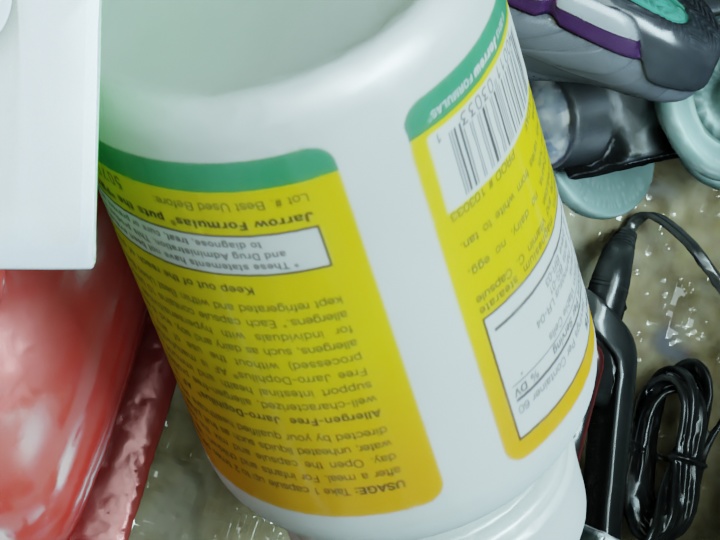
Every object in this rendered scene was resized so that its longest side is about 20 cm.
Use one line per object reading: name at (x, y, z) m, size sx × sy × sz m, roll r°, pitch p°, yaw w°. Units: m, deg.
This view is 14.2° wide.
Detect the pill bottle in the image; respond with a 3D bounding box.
pill bottle at (0.000, 0.000, 0.759) m, size 0.113 × 0.113 × 0.200 m, roll -33°, pitch 131°, yaw -16°

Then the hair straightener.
hair straightener at (0.083, 0.080, 0.919) m, size 0.077 × 0.041 × 0.200 m, roll 16°, pitch 78°, yaw -22°

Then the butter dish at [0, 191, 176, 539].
butter dish at (-0.131, 0.004, 0.791) m, size 0.200 × 0.148 × 0.200 m, roll 18°, pitch 83°, yaw -16°

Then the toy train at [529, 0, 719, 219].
toy train at (0.122, -0.085, 0.895) m, size 0.200 × 0.085 × 0.114 m, roll -13°, pitch 88°, yaw -35°

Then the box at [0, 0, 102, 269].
box at (-0.152, -0.103, 0.656) m, size 0.176 × 0.097 × 0.200 m, roll 2°, pitch 94°, yaw -19°

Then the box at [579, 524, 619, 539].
box at (0.070, 0.186, 0.870) m, size 0.144 × 0.036 × 0.200 m, roll 27°, pitch 82°, yaw -41°

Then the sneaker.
sneaker at (0.002, -0.075, 0.812) m, size 0.200 × 0.074 × 0.088 m, roll 26°, pitch 111°, yaw 16°
